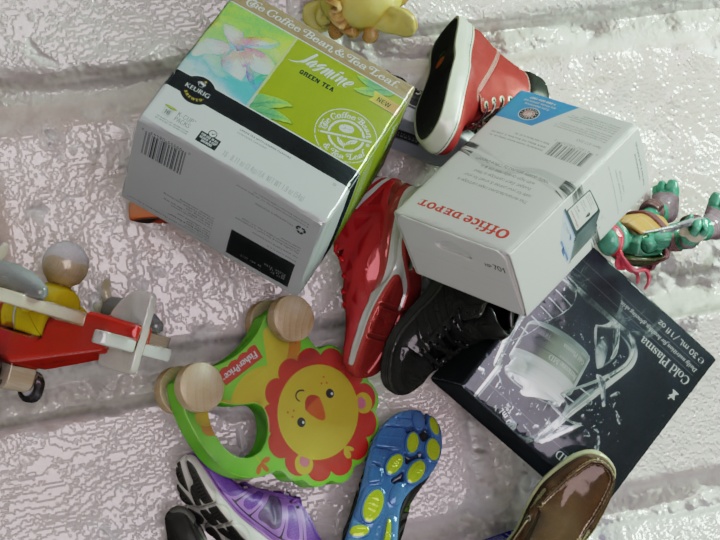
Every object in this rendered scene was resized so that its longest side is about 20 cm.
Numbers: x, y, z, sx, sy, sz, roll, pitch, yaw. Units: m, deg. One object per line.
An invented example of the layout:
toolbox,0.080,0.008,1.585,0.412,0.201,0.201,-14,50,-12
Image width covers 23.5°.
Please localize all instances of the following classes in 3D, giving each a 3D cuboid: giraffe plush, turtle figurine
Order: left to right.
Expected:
giraffe plush,0.008,-0.315,1.720,0.199,0.172,0.163,-20,115,-23
turtle figurine,0.290,-0.052,1.753,0.150,0.199,0.101,39,119,27

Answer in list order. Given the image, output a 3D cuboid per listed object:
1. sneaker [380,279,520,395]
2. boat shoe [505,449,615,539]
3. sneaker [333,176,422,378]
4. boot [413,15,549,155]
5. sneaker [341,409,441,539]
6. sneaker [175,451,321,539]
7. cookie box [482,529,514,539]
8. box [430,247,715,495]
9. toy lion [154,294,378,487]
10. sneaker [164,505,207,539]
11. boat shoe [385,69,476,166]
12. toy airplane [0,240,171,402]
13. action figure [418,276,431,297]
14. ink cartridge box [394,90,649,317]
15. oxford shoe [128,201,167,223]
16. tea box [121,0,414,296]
sneaker,0.104,0.046,1.689,0.060,0.104,0.201,37,84,-39
boat shoe,0.181,0.266,1.678,0.074,0.075,0.203,35,97,-8
sneaker,0.000,0.000,1.740,0.078,0.115,0.201,23,87,-57
boot,0.132,-0.158,1.732,0.144,0.072,0.201,34,38,-14
sneaker,0.022,0.230,1.746,0.070,0.083,0.201,25,68,-5
sneaker,-0.102,0.243,1.726,0.200,0.080,0.084,44,63,-16
cookie box,0.115,0.375,1.762,0.198,0.075,0.173,-17,95,-12
box,0.216,0.101,1.769,0.200,0.124,0.197,40,83,-10
toy lion,-0.078,0.137,1.709,0.200,0.068,0.193,-36,102,-31
sneaker,-0.170,0.333,1.696,0.079,0.075,0.202,-14,92,-11
boat shoe,0.032,-0.170,1.759,0.199,0.070,0.067,19,49,-12
toy airplane,-0.269,0.038,1.616,0.197,0.200,0.142,2,73,-11
action figure,0.098,-0.020,1.764,0.118,0.054,0.201,13,102,-54
ink cartridge box,0.154,-0.067,1.630,0.200,0.146,0.086,-45,135,-25
oxford shoe,-0.131,-0.088,1.715,0.198,0.071,0.074,-2,85,-13
tea box,-0.087,-0.122,1.638,0.199,0.134,0.197,29,55,4
